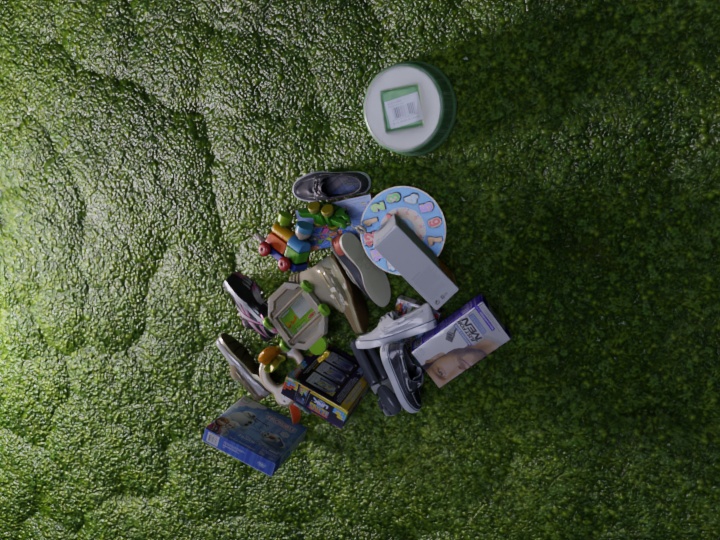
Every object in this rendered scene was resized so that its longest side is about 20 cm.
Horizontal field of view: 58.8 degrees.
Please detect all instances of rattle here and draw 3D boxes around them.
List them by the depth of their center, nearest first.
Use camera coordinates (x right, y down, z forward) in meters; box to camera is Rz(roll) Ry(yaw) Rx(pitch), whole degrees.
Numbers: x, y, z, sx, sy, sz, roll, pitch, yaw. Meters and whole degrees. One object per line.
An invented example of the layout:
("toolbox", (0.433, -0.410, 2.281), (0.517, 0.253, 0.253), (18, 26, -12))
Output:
("rattle", (-0.180, 0.284, 1.579), (0.128, 0.143, 0.204), (-10, 84, -19))

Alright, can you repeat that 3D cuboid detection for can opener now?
("can opener", (0.043, 0.242, 1.494), (0.202, 0.053, 0.067), (63, 153, 16))

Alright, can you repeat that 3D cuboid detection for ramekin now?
("ramekin", (0.101, -0.344, 1.362), (0.196, 0.098, 0.204), (4, 104, 18))

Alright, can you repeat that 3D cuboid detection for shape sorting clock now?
("shape sorting clock", (0.095, -0.089, 1.446), (0.196, 0.039, 0.204), (2, 102, 10))

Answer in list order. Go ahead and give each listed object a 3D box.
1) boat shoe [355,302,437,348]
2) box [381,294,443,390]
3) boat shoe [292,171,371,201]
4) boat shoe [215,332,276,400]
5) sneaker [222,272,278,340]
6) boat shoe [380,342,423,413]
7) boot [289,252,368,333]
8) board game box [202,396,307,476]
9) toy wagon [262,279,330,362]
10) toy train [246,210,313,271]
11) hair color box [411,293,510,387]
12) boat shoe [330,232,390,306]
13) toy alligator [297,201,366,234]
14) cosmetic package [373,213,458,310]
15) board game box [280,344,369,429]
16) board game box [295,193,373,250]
("boat shoe", (0.076, 0.125, 1.464), (0.197, 0.074, 0.066), (-19, 92, 12))
("box", (0.118, 0.171, 1.511), (0.108, 0.035, 0.204), (17, 107, 15))
("boat shoe", (-0.075, -0.192, 1.477), (0.196, 0.066, 0.071), (1, 102, 19))
("boat shoe", (-0.310, 0.254, 1.661), (0.068, 0.075, 0.200), (-44, 87, 17))
("sneaker", (-0.283, 0.100, 1.617), (0.200, 0.080, 0.087), (48, 124, 10))
("boat shoe", (0.111, 0.243, 1.453), (0.067, 0.072, 0.202), (-13, 118, 23))
("boot", (-0.078, 0.077, 1.538), (0.154, 0.073, 0.203), (-24, 92, 22))
("board game box", (-0.261, 0.412, 1.614), (0.197, 0.199, 0.044), (23, 107, 12))
("toy wagon", (-0.137, 0.127, 1.512), (0.155, 0.039, 0.201), (-42, 82, 22))
("toy train", (-0.197, -0.093, 1.531), (0.199, 0.084, 0.117), (35, 116, 27))
("hair color box", (0.223, 0.158, 1.433), (0.199, 0.065, 0.110), (-38, 98, 16))
("boat shoe", (0.000, 0.000, 1.496), (0.062, 0.071, 0.201), (-14, 116, 53))
("toy alligator", (-0.056, -0.126, 1.463), (0.197, 0.055, 0.060), (16, 146, 31))
("cosmetic package", (0.120, -0.020, 1.393), (0.071, 0.102, 0.200), (-43, 102, 14))
("board game box", (-0.070, 0.264, 1.510), (0.163, 0.200, 0.057), (29, 116, 11))
("board game box", (-0.054, -0.112, 1.515), (0.197, 0.019, 0.105), (-9, 98, 21))
